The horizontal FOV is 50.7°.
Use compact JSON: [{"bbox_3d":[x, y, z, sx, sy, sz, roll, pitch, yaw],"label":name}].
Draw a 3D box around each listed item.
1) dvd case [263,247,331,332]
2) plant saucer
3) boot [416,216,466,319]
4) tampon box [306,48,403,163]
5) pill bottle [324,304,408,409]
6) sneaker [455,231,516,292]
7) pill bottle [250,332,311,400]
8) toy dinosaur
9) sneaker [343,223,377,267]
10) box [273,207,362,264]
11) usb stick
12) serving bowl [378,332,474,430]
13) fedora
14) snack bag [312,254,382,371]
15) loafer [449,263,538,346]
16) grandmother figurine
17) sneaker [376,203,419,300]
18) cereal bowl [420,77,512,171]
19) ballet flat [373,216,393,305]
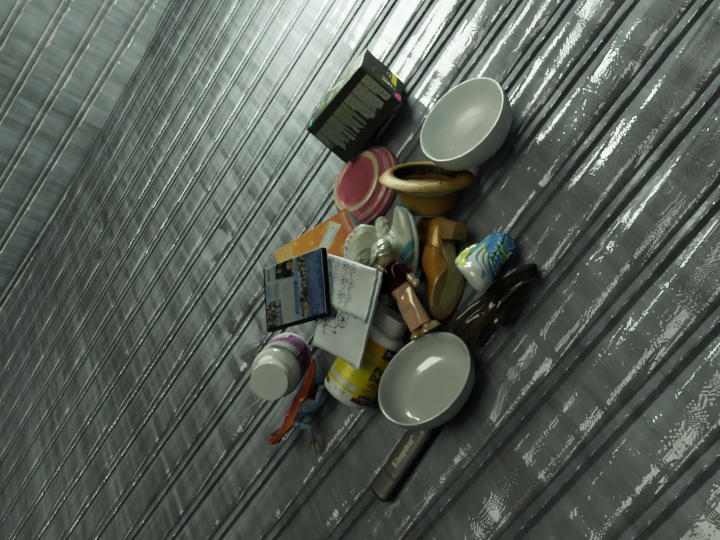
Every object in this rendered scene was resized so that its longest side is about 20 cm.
[{"bbox_3d":[-0.138,0.044,1.616,0.199,0.017,0.145,-18,72,42],"label":"dvd case"},{"bbox_3d":[0.004,-0.199,1.774,0.199,0.051,0.203,-22,59,41],"label":"plant saucer"},{"bbox_3d":[0.146,-0.008,1.530,0.144,0.070,0.204,7,85,61],"label":"boot"},{"bbox_3d":[-0.010,-0.385,1.774,0.200,0.126,0.150,-44,18,27],"label":"tampon box"},{"bbox_3d":[0.017,0.174,1.550,0.201,0.109,0.109,-60,41,11],"label":"pill bottle"},{"bbox_3d":[0.229,-0.027,1.370,0.105,0.076,0.200,-41,7,11],"label":"sneaker"},{"bbox_3d":[-0.177,0.214,1.676,0.113,0.112,0.200,-57,0,13],"label":"pill bottle"},{"bbox_3d":[-0.140,0.298,1.652,0.180,0.201,0.105,-33,25,-7],"label":"toy dinosaur"},{"bbox_3d":[0.000,0.000,1.575,0.081,0.074,0.202,-125,42,-49],"label":"sneaker"},{"bbox_3d":[-0.074,-0.024,1.692,0.199,0.097,0.125,-31,60,12],"label":"box"},{"bbox_3d":[0.085,0.354,1.454,0.201,0.032,0.055,-58,40,12],"label":"usb stick"},{"bbox_3d":[0.132,0.215,1.416,0.199,0.066,0.201,-28,37,23],"label":"serving bowl"},{"bbox_3d":[0.135,-0.163,1.555,0.200,0.199,0.083,28,129,50],"label":"fedora"},{"bbox_3d":[-0.035,0.080,1.527,0.188,0.021,0.203,20,98,53],"label":"snack bag"},{"bbox_3d":[0.253,0.064,1.376,0.200,0.073,0.072,-45,75,25],"label":"loafer"},{"bbox_3d":[0.077,0.033,1.476,0.121,0.060,0.202,-34,80,41],"label":"grandmother figurine"},{"bbox_3d":[0.072,-0.033,1.536,0.077,0.080,0.203,-120,29,-70],"label":"sneaker"},{"bbox_3d":[0.222,-0.281,1.524,0.199,0.083,0.202,-26,46,30],"label":"cereal bowl"},{"bbox_3d":[0.058,-0.015,1.629,0.071,0.071,0.203,-3,77,47],"label":"ballet flat"}]
